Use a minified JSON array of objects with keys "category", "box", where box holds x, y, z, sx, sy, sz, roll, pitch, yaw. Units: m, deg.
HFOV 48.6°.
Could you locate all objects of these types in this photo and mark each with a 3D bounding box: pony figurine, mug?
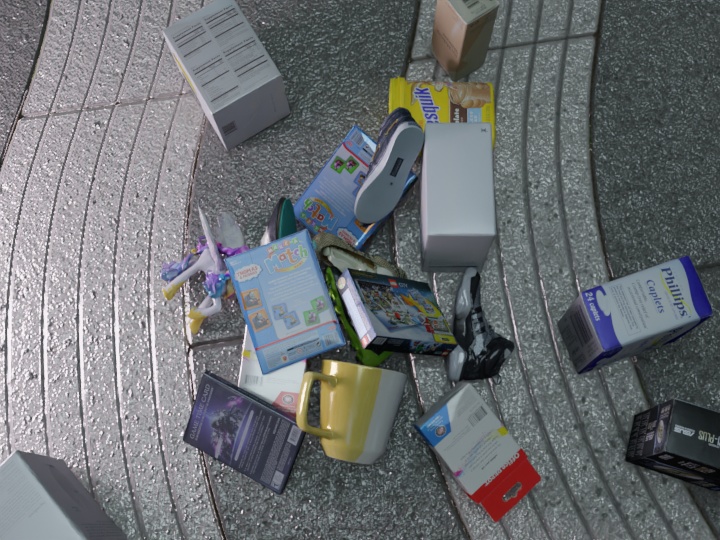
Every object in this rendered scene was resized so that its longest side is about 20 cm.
[{"category":"pony figurine","box":[-0.260,-0.013,1.418,0.198,0.166,0.196,-32,77,11]},{"category":"mug","box":[-0.022,0.235,1.334,0.182,0.149,0.157,12,82,-10]}]

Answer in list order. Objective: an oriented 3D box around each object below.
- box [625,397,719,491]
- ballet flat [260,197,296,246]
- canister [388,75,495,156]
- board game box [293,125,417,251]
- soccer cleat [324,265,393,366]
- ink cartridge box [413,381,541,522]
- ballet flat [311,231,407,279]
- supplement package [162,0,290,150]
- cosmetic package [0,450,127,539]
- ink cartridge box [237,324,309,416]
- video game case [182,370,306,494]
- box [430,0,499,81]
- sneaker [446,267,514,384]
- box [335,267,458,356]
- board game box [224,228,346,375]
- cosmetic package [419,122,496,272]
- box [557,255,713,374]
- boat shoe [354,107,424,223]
[{"category":"box","box":[0.538,0.283,1.278,0.160,0.200,0.088,17,74,6]},{"category":"ballet flat","box":[-0.147,-0.027,1.440,0.071,0.073,0.205,-8,89,-2]},{"category":"canister","box":[0.152,-0.288,1.515,0.195,0.087,0.152,1,74,-1]},{"category":"board game box","box":[-0.013,-0.138,1.464,0.151,0.037,0.201,40,94,12]},{"category":"soccer cleat","box":[-0.001,0.073,1.386,0.080,0.067,0.203,-28,111,-11]},{"category":"ink cartridge box","box":[0.195,0.302,1.335,0.116,0.067,0.201,-38,90,-9]},{"category":"ballet flat","box":[0.000,0.000,1.403,0.197,0.076,0.068,27,109,-19]},{"category":"supplement package","box":[-0.250,-0.373,1.509,0.149,0.152,0.202,-30,75,-7]},{"category":"cosmetic package","box":[-0.486,0.407,1.249,0.200,0.200,0.123,43,78,13]},{"category":"ink cartridge box","box":[-0.144,0.142,1.384,0.114,0.068,0.205,7,84,3]},{"category":"video game case","box":[-0.196,0.273,1.344,0.197,0.019,0.145,26,114,9]},{"category":"box","box":[0.193,-0.457,1.503,0.077,0.200,0.096,-33,75,-9]},{"category":"sneaker","box":[0.217,0.101,1.406,0.111,0.076,0.205,9,79,3]},{"category":"box","box":[0.063,0.073,1.338,0.038,0.197,0.138,-48,50,31]},{"category":"board game box","box":[-0.126,0.052,1.336,0.148,0.037,0.204,-19,88,-5]},{"category":"cosmetic package","box":[0.166,-0.124,1.405,0.120,0.200,0.204,0,72,1]},{"category":"box","box":[0.458,0.080,1.349,0.196,0.184,0.107,-18,72,-4]},{"category":"boat shoe","box":[0.046,-0.183,1.398,0.070,0.202,0.092,20,28,-23]}]
